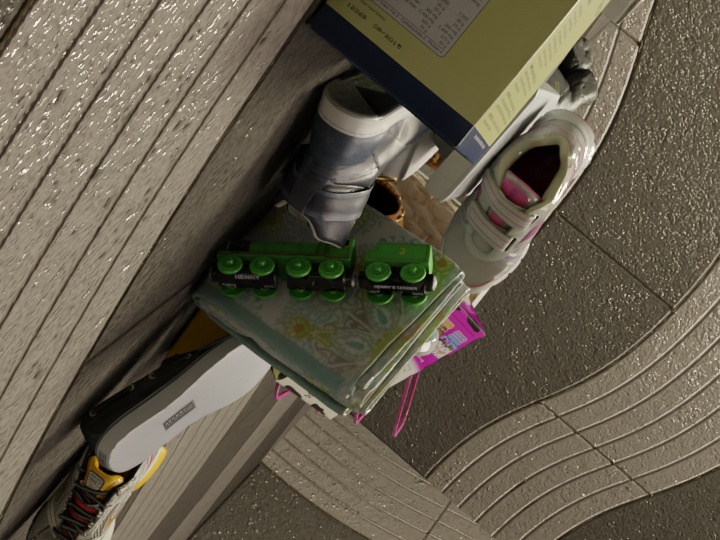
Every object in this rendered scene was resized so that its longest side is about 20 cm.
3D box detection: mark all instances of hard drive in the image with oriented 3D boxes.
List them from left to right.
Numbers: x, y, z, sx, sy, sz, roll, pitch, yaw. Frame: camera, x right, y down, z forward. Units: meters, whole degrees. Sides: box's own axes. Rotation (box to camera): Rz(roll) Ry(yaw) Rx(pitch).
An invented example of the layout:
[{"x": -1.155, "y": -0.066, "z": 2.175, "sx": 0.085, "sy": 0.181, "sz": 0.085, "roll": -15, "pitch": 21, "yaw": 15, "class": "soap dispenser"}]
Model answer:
[{"x": 0.127, "y": -0.123, "z": 1.279, "sx": 0.132, "sy": 0.027, "sz": 0.200, "roll": -49, "pitch": 174, "yaw": 13, "class": "hard drive"}]

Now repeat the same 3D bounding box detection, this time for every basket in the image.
[{"x": 0.058, "y": -0.035, "z": 1.566, "sx": 0.136, "sy": 0.200, "sz": 0.123, "roll": -51, "pitch": 170, "yaw": 5, "class": "basket"}]

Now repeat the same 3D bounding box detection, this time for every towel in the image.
[{"x": -0.026, "y": 0.019, "z": 1.226, "sx": 0.171, "sy": 0.200, "sz": 0.048, "roll": -47, "pitch": 157, "yaw": -22, "class": "towel"}]

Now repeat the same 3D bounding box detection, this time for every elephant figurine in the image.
[{"x": 0.160, "y": -0.200, "z": 1.541, "sx": 0.155, "sy": 0.142, "sz": 0.200, "roll": -13, "pitch": 177, "yaw": -40, "class": "elephant figurine"}]

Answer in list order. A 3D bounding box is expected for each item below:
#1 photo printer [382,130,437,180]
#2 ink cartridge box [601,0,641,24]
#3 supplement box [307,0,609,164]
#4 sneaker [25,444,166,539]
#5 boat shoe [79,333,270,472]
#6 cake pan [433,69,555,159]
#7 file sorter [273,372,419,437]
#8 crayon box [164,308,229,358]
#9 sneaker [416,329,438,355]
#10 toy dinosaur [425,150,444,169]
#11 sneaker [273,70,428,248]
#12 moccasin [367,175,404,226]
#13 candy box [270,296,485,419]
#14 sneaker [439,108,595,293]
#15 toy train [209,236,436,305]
[{"x": 0.083, "y": -0.190, "z": 1.351, "sx": 0.166, "sy": 0.069, "sz": 0.200, "roll": -47, "pitch": 174, "yaw": -18, "class": "photo printer"}, {"x": 0.244, "y": -0.338, "z": 1.258, "sx": 0.200, "sy": 0.147, "sz": 0.083, "roll": -45, "pitch": 175, "yaw": -39, "class": "ink cartridge box"}, {"x": 0.090, "y": -0.199, "z": 0.986, "sx": 0.200, "sy": 0.134, "sz": 0.200, "roll": -50, "pitch": 175, "yaw": 7, "class": "supplement box"}, {"x": -0.265, "y": 0.217, "z": 1.331, "sx": 0.200, "sy": 0.078, "sz": 0.082, "roll": -58, "pitch": 173, "yaw": -15, "class": "sneaker"}, {"x": -0.164, "y": 0.104, "z": 1.240, "sx": 0.200, "sy": 0.057, "sz": 0.069, "roll": -34, "pitch": 144, "yaw": -25, "class": "boat shoe"}, {"x": 0.140, "y": -0.177, "z": 1.321, "sx": 0.200, "sy": 0.037, "sz": 0.200, "roll": -47, "pitch": 173, "yaw": -7, "class": "cake pan"}, {"x": -0.027, "y": 0.101, "z": 1.589, "sx": 0.139, "sy": 0.199, "sz": 0.126, "roll": -8, "pitch": 114, "yaw": -83, "class": "file sorter"}, {"x": -0.120, "y": 0.041, "z": 1.376, "sx": 0.127, "sy": 0.051, "sz": 0.200, "roll": -51, "pitch": 175, "yaw": 18, "class": "crayon box"}, {"x": 0.000, "y": 0.000, "z": 1.301, "sx": 0.082, "sy": 0.200, "sz": 0.074, "roll": -58, "pitch": 172, "yaw": 33, "class": "sneaker"}, {"x": 0.068, "y": -0.142, "z": 1.509, "sx": 0.106, "sy": 0.200, "sz": 0.061, "roll": 23, "pitch": 106, "yaw": -39, "class": "toy dinosaur"}, {"x": 0.004, "y": -0.102, "z": 1.186, "sx": 0.202, "sy": 0.077, "sz": 0.147, "roll": -26, "pitch": 146, "yaw": -54, "class": "sneaker"}, {"x": 0.009, "y": -0.069, "z": 1.420, "sx": 0.201, "sy": 0.073, "sz": 0.078, "roll": -91, "pitch": -178, "yaw": -68, "class": "moccasin"}, {"x": 0.014, "y": 0.068, "z": 1.438, "sx": 0.200, "sy": 0.061, "sz": 0.136, "roll": -30, "pitch": 147, "yaw": 10, "class": "candy box"}, {"x": 0.136, "y": -0.064, "z": 1.266, "sx": 0.200, "sy": 0.081, "sz": 0.088, "roll": -57, "pitch": 170, "yaw": 12, "class": "sneaker"}, {"x": -0.032, "y": -0.003, "z": 1.189, "sx": 0.042, "sy": 0.199, "sz": 0.057, "roll": 85, "pitch": 11, "yaw": -45, "class": "toy train"}]
